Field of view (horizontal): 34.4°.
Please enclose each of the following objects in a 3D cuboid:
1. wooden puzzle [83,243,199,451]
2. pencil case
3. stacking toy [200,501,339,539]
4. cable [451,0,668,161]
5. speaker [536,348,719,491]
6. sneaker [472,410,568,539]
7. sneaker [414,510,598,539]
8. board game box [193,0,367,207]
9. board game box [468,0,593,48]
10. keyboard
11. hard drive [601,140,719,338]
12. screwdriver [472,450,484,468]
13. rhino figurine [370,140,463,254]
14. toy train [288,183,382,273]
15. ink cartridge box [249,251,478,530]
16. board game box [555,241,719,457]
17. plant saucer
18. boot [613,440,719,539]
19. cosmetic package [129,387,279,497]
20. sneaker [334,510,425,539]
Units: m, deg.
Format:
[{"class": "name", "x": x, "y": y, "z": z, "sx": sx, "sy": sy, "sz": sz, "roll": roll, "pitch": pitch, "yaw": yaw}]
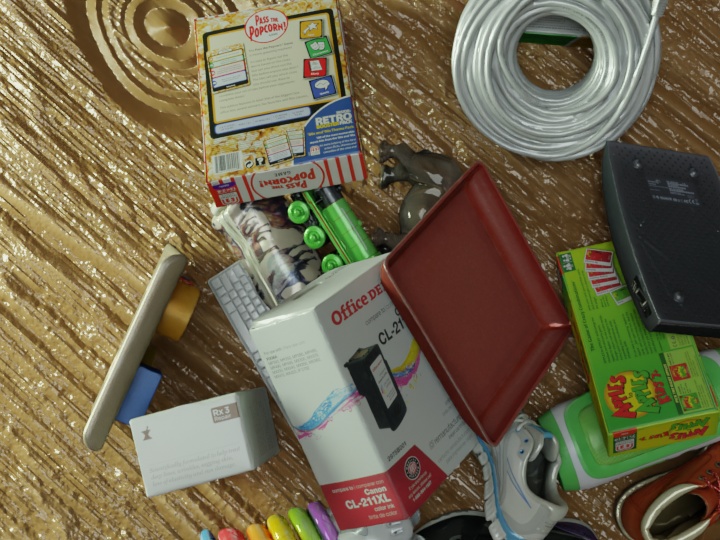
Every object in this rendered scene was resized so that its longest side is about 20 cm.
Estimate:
[{"class": "wooden puzzle", "x": -0.200, "y": 0.070, "z": 1.092, "sx": 0.046, "sy": 0.200, "sz": 0.187, "roll": 25, "pitch": 89, "yaw": -9}, {"class": "pencil case", "x": -0.072, "y": 0.009, "z": 1.140, "sx": 0.077, "sy": 0.089, "sz": 0.201, "roll": -32, "pitch": 86, "yaw": 30}, {"class": "stacking toy", "x": -0.050, "y": 0.267, "z": 1.130, "sx": 0.199, "sy": 0.110, "sz": 0.117, "roll": -29, "pitch": 101, "yaw": -9}, {"class": "cable", "x": 0.187, "y": -0.208, "z": 1.115, "sx": 0.197, "sy": 0.069, "sz": 0.202, "roll": 5, "pitch": 113, "yaw": 4}, {"class": "speaker", "x": 0.275, "y": 0.143, "z": 1.117, "sx": 0.198, "sy": 0.088, "sz": 0.089, "roll": -21, "pitch": 86, "yaw": 2}, {"class": "sneaker", "x": 0.148, "y": 0.158, "z": 1.091, "sx": 0.074, "sy": 0.087, "sz": 0.202, "roll": 6, "pitch": 51, "yaw": -33}, {"class": "sneaker", "x": 0.135, "y": 0.272, "z": 1.116, "sx": 0.197, "sy": 0.088, "sz": 0.077, "roll": -6, "pitch": 87, "yaw": 3}, {"class": "board game box", "x": -0.080, "y": -0.170, "z": 1.130, "sx": 0.150, "sy": 0.046, "sz": 0.202, "roll": -10, "pitch": 61, "yaw": 3}, {"class": "board game box", "x": 0.188, "y": -0.331, "z": 1.166, "sx": 0.151, "sy": 0.040, "sz": 0.203, "roll": 6, "pitch": 88, "yaw": 3}, {"class": "keyboard", "x": -0.083, "y": 0.083, "z": 1.177, "sx": 0.056, "sy": 0.011, "sz": 0.201, "roll": -31, "pitch": 86, "yaw": 1}, {"class": "hard drive", "x": 0.297, "y": -0.027, "z": 1.089, "sx": 0.133, "sy": 0.042, "sz": 0.202, "roll": 6, "pitch": 55, "yaw": -20}, {"class": "screwdriver", "x": 0.111, "y": 0.175, "z": 1.131, "sx": 0.028, "sy": 0.029, "sz": 0.201, "roll": -36, "pitch": 73, "yaw": 6}, {"class": "rhino figurine", "x": 0.054, "y": -0.024, "z": 1.150, "sx": 0.086, "sy": 0.060, "sz": 0.203, "roll": 5, "pitch": 92, "yaw": 7}, {"class": "toy train", "x": 0.000, "y": 0.000, "z": 1.123, "sx": 0.056, "sy": 0.042, "sz": 0.201, "roll": -31, "pitch": 91, "yaw": 21}, {"class": "ink cartridge box", "x": 0.006, "y": 0.104, "z": 1.039, "sx": 0.082, "sy": 0.145, "sz": 0.202, "roll": -17, "pitch": 101, "yaw": 38}, {"class": "board game box", "x": 0.256, "y": 0.066, "z": 1.090, "sx": 0.100, "sy": 0.048, "sz": 0.202, "roll": -13, "pitch": 54, "yaw": 5}, {"class": "plant saucer", "x": 0.106, "y": 0.029, "z": 1.083, "sx": 0.036, "sy": 0.200, "sz": 0.201, "roll": -19, "pitch": 108, "yaw": 42}, {"class": "boot", "x": 0.341, "y": 0.205, "z": 1.101, "sx": 0.199, "sy": 0.107, "sz": 0.076, "roll": -31, "pitch": 84, "yaw": 0}, {"class": "cosmetic package", "x": -0.139, "y": 0.155, "z": 1.081, "sx": 0.100, "sy": 0.200, "sz": 0.075, "roll": -14, "pitch": 87, "yaw": 3}, {"class": "sneaker", "x": 0.062, "y": 0.272, "z": 1.067, "sx": 0.197, "sy": 0.075, "sz": 0.116, "roll": 5, "pitch": 94, "yaw": 9}]
